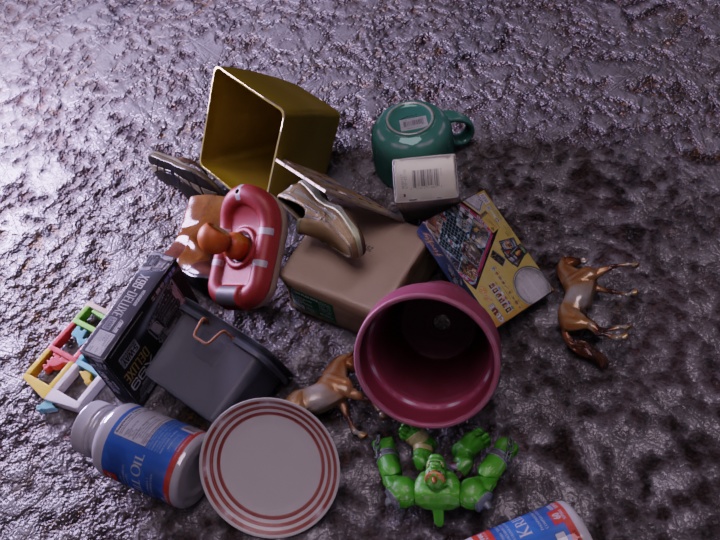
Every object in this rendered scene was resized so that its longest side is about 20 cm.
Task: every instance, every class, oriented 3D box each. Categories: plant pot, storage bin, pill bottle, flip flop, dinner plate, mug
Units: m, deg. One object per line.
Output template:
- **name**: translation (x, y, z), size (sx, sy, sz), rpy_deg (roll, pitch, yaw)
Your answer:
- **plant pot**: translation (-0.155, -0.248, 1.432), size (0.176, 0.201, 0.200), rpy_deg (-17, 44, -44)
- **storage bin**: translation (-0.228, 0.151, 1.196), size (0.200, 0.146, 0.134), rpy_deg (27, 72, 26)
- **pill bottle**: translation (-0.317, 0.261, 1.137), size (0.199, 0.112, 0.112), rpy_deg (15, 57, 21)
- **flip flop**: translation (-0.331, -0.184, 1.502), size (0.200, 0.081, 0.058), rpy_deg (28, 48, 33)
- **dinner plate**: translation (-0.126, 0.273, 1.086), size (0.199, 0.024, 0.201), rpy_deg (1, 97, 5)
- **plant pot**: translation (0.104, 0.101, 1.125), size (0.199, 0.201, 0.179), rpy_deg (2, 16, 11)
- **pill bottle**: translation (0.184, 0.372, 0.958), size (0.199, 0.112, 0.112), rpy_deg (-20, 53, -7)
- **mug**: translation (0.105, -0.251, 1.444), size (0.152, 0.115, 0.185), rpy_deg (27, 62, 26)

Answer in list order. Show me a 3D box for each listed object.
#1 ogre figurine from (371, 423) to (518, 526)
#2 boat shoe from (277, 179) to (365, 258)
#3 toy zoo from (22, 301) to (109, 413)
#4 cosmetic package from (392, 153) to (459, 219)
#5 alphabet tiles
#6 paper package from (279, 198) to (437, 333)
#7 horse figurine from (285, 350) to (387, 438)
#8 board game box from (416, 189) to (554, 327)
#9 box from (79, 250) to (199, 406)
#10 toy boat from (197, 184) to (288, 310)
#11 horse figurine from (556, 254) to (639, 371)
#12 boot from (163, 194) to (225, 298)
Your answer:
- **ogre figurine**: translation (0.112, 0.276, 1.068), size (0.199, 0.098, 0.120), rpy_deg (13, 37, 1)
- **boat shoe**: translation (-0.068, -0.074, 1.239), size (0.076, 0.072, 0.200), rpy_deg (-23, 41, -23)
- **toy zoo**: translation (-0.469, 0.153, 1.299), size (0.131, 0.020, 0.200), rpy_deg (22, 60, 24)
- **cosmetic package**: translation (0.113, -0.135, 1.300), size (0.103, 0.200, 0.073), rpy_deg (-4, 86, 6)
- **alphabet tiles**: translation (-0.043, -0.138, 1.285), size (0.200, 0.167, 0.008), rpy_deg (37, 106, 48)
- **paper package**: translation (0.000, 0.000, 1.283), size (0.199, 0.104, 0.191), rpy_deg (21, 59, 22)
- **horse figurine**: translation (-0.059, 0.210, 1.161), size (0.200, 0.050, 0.133), rpy_deg (-29, 63, -17)
- **board game box**: translation (0.198, -0.016, 1.237), size (0.135, 0.035, 0.200), rpy_deg (-28, 79, -27)
- **box**: translation (-0.340, 0.095, 1.235), size (0.050, 0.158, 0.200), rpy_deg (16, 57, 20)
- **toy boat**: translation (-0.201, -0.042, 1.230), size (0.130, 0.131, 0.201), rpy_deg (-1, 74, 39)
- **horse figurine**: translation (0.357, 0.054, 1.211), size (0.132, 0.050, 0.201), rpy_deg (3, 59, 27)
- **boot**: translation (-0.256, -0.046, 1.392), size (0.188, 0.069, 0.200), rpy_deg (3, 53, 25)
